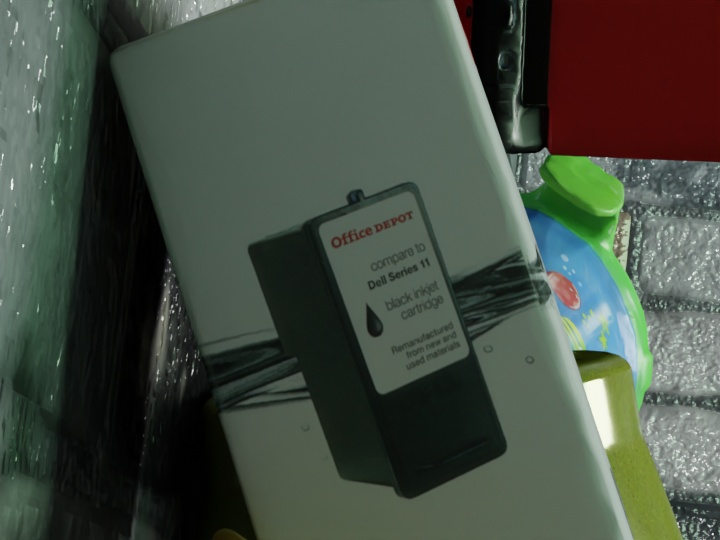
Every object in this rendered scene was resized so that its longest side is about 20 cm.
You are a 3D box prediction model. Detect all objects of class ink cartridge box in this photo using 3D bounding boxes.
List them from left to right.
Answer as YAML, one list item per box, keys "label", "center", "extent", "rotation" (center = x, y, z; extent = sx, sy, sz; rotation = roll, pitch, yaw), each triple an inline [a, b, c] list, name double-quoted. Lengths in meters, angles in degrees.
- label: "ink cartridge box"
  center: [0.013, 0.035, 0.693]
  extent: [0.147, 0.083, 0.200]
  rotation: [52, 20, -82]

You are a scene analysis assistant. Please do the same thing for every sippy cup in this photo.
- label: "sippy cup"
  center: [0.035, 0.043, 1.089]
  extent: [0.130, 0.139, 0.178]
  rotation: [-34, 123, -72]

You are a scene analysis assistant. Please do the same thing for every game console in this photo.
- label: "game console"
  center: [0.086, -0.144, 1.052]
  extent: [0.172, 0.119, 0.200]
  rotation: [12, -80, 63]

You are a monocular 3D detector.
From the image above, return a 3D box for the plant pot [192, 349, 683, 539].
- label: "plant pot"
  center: [0.027, 0.124, 0.842]
  extent: [0.200, 0.200, 0.193]
  rotation: [-16, 100, -84]

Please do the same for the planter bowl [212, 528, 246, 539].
- label: "planter bowl"
  center: [-0.026, 0.161, 0.582]
  extent: [0.200, 0.083, 0.201]
  rotation: [158, -90, -77]
